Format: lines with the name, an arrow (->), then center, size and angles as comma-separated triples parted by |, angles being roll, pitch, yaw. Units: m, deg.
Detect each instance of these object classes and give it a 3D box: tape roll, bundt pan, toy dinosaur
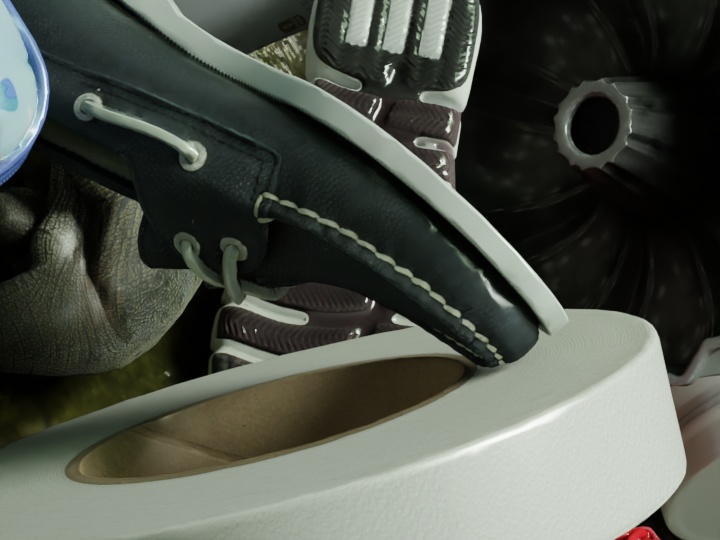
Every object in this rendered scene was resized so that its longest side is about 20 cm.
tape roll -> -0.019, 0.054, 0.617 | 0.203, 0.201, 0.037 | -27, 105, -62
bundt pan -> 0.103, -0.048, 0.903 | 0.076, 0.201, 0.203 | 11, 54, -53
toy dinosaur -> -0.073, -0.020, 0.725 | 0.102, 0.077, 0.201 | 52, 31, -27

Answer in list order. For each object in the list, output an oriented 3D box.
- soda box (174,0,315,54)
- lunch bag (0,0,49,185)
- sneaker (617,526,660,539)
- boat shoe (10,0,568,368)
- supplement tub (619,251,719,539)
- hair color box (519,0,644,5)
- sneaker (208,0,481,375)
soda box -> -0.079, -0.147, 0.804 | 0.200, 0.063, 0.069 | 45, 27, -54
lunch bag -> -0.179, -0.077, 0.581 | 0.160, 0.082, 0.201 | -17, 76, -39
sneaker -> 0.082, 0.091, 0.828 | 0.078, 0.115, 0.201 | 4, 60, -56
boat shoe -> -0.037, -0.025, 0.630 | 0.199, 0.060, 0.076 | 35, -10, 29
supplement tub -> 0.154, -0.005, 1.004 | 0.144, 0.144, 0.201 | 21, 46, -49
hair color box -> 0.090, -0.154, 0.994 | 0.099, 0.198, 0.061 | -66, 156, -56
sneaker -> 0.000, 0.000, 0.839 | 0.075, 0.116, 0.201 | 15, 68, 3
